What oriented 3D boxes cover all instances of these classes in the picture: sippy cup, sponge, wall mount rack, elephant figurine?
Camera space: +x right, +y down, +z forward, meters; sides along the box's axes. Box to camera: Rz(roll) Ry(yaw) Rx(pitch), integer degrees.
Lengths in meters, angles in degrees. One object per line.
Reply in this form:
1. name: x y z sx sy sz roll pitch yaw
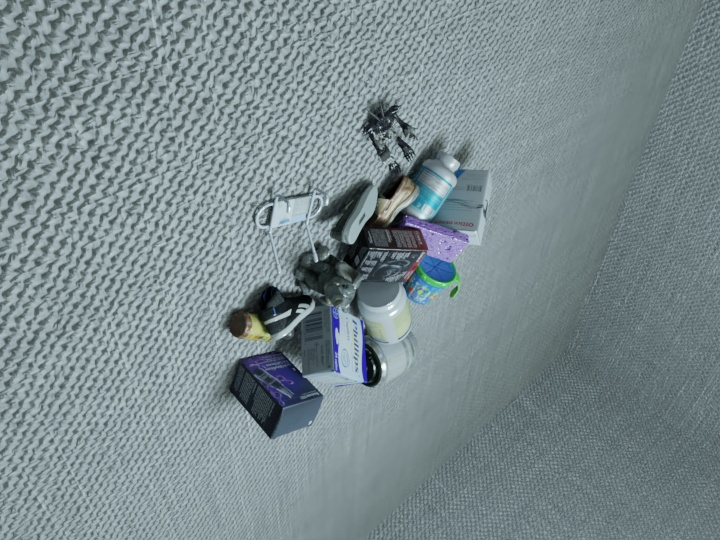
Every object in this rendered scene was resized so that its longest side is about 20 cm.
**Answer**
1. sippy cup: 0.189 0.024 1.779 0.139 0.178 0.131 -27 158 -43
2. sponge: 0.189 -0.085 1.698 0.197 0.030 0.112 16 147 -18
3. wall mount rack: -0.147 -0.097 1.409 0.199 0.074 0.176 -18 134 -43
4. elephant figurine: -0.060 0.044 1.540 0.154 0.199 0.143 -33 143 -29

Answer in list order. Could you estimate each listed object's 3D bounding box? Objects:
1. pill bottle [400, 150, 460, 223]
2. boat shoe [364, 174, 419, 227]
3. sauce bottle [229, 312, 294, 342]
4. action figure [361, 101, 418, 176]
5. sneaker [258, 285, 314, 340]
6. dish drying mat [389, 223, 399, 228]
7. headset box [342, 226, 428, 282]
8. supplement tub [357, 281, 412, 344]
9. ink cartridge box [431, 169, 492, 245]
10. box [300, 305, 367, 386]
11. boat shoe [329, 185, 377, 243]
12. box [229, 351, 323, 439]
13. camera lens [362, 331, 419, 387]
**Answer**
1. pill bottle: 0.191 -0.226 1.698 0.201 0.110 0.110 -56 148 4
2. boat shoe: 0.064 -0.173 1.633 0.200 0.076 0.072 -45 119 2
3. sauce bottle: -0.238 0.145 1.531 0.199 0.066 0.067 18 106 -55
4. action figure: 0.079 -0.315 1.476 0.119 0.102 0.200 -40 150 1
5. sneaker: -0.184 0.077 1.534 0.113 0.072 0.200 63 27 -13
6. dish drying mat: 0.055 -0.092 1.716 0.199 0.018 0.077 -24 164 -39
7. headset box: 0.074 -0.039 1.634 0.197 0.078 0.149 -1 145 -27
8. supplement tub: 0.069 0.107 1.778 0.145 0.145 0.201 -42 147 -17
9. ink cartridge box: 0.287 -0.183 1.762 0.084 0.143 0.202 56 44 -58
10. box: -0.072 0.209 1.686 0.200 0.104 0.187 34 48 -59
11. boat shoe: -0.015 -0.148 1.537 0.071 0.063 0.201 82 29 -43
12. box: -0.218 0.318 1.597 0.147 0.199 0.105 -6 126 -50
13. camera lens: 0.072 0.273 1.977 0.199 0.159 0.162 -18 134 -43
